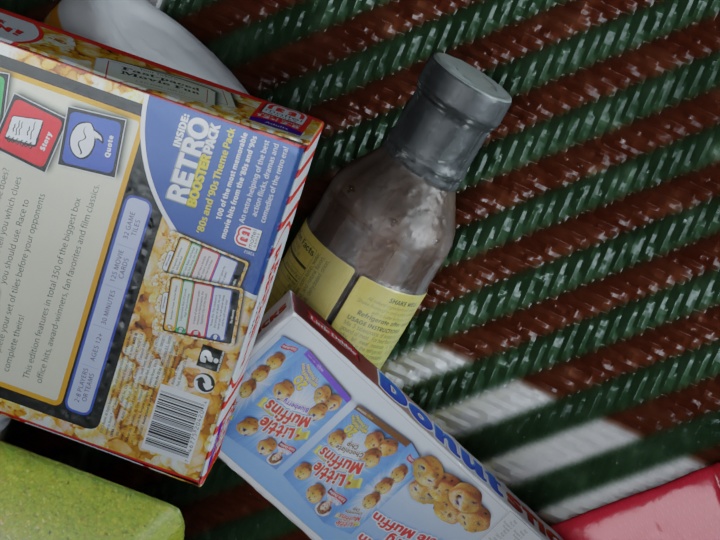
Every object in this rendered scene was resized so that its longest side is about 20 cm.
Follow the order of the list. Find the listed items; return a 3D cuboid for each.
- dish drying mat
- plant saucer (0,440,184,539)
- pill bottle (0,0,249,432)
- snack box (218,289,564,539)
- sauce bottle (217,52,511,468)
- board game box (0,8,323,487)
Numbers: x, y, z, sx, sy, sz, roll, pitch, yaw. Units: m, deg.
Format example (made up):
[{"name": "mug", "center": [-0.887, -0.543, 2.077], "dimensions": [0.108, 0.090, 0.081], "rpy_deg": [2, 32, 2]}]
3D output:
[{"name": "dish drying mat", "center": [0.085, 0.156, 1.188], "dimensions": [0.199, 0.018, 0.077], "rpy_deg": [-22, 96, 15]}, {"name": "plant saucer", "center": [-0.184, 0.143, 1.165], "dimensions": [0.199, 0.048, 0.200], "rpy_deg": [20, 142, 7]}, {"name": "pill bottle", "center": [-0.140, -0.018, 1.144], "dimensions": [0.116, 0.116, 0.200], "rpy_deg": [43, 106, 0]}, {"name": "snack box", "center": [0.016, 0.100, 1.139], "dimensions": [0.072, 0.024, 0.200], "rpy_deg": [-43, 108, 14]}, {"name": "sauce bottle", "center": [0.000, 0.000, 1.148], "dimensions": [0.065, 0.065, 0.201], "rpy_deg": [33, 106, 3]}, {"name": "board game box", "center": [-0.132, -0.019, 1.057], "dimensions": [0.199, 0.046, 0.152], "rpy_deg": [20, 107, 2]}]
